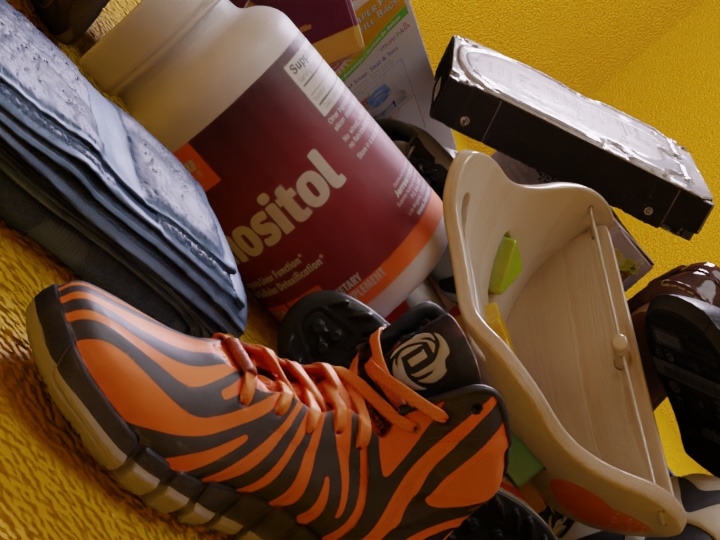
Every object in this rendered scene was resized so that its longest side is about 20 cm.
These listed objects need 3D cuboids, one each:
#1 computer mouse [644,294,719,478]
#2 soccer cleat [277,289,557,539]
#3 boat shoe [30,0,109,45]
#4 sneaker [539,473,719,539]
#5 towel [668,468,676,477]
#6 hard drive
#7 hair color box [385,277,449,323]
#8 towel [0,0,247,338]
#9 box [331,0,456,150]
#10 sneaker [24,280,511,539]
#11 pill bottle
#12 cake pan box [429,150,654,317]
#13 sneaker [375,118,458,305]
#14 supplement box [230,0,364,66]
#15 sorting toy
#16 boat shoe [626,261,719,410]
[{"bbox_3d":[0.208,0.086,0.780,0.140,0.046,0.202,20,-41,62],"label":"computer mouse"},{"bbox_3d":[0.023,0.090,0.657,0.200,0.068,0.073,49,-6,-16],"label":"soccer cleat"},{"bbox_3d":[-0.175,-0.183,0.720,0.073,0.075,0.200,34,9,-28],"label":"boat shoe"},{"bbox_3d":[0.127,0.176,0.771,0.198,0.129,0.080,0,-67,58],"label":"sneaker"},{"bbox_3d":[0.167,0.164,0.879,0.145,0.024,0.200,53,-22,12],"label":"towel"},{"bbox_3d":[0.145,-0.097,0.911,0.198,0.038,0.140,26,22,-4],"label":"hard drive"},{"bbox_3d":[0.000,0.000,0.845,0.101,0.061,0.201,43,15,-45],"label":"hair color box"},{"bbox_3d":[-0.123,-0.054,0.521,0.200,0.048,0.112,43,12,-39],"label":"towel"},{"bbox_3d":[-0.017,-0.150,0.975,0.112,0.101,0.201,42,-14,35],"label":"box"},{"bbox_3d":[-0.020,0.041,0.464,0.200,0.112,0.078,42,13,-42],"label":"sneaker"},{"bbox_3d":[-0.052,-0.063,0.691,0.200,0.113,0.113,48,10,-15],"label":"pill bottle"},{"bbox_3d":[0.098,-0.003,0.941,0.052,0.184,0.201,45,13,-28],"label":"cake pan box"},{"bbox_3d":[0.048,-0.043,0.873,0.079,0.074,0.200,37,9,-30],"label":"sneaker"},{"bbox_3d":[-0.087,-0.217,0.770,0.131,0.102,0.202,-125,-167,-60],"label":"supplement box"},{"bbox_3d":[0.087,0.029,0.689,0.180,0.106,0.202,51,27,-54],"label":"sorting toy"},{"bbox_3d":[0.181,0.064,0.873,0.070,0.200,0.070,42,54,3],"label":"boat shoe"}]
